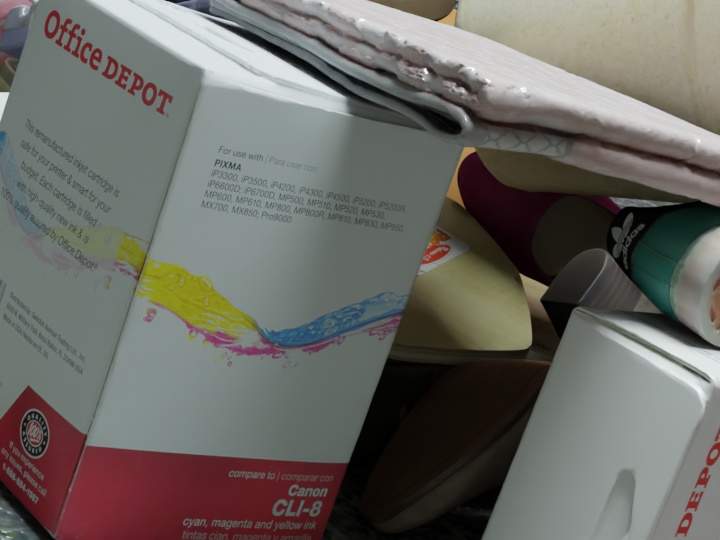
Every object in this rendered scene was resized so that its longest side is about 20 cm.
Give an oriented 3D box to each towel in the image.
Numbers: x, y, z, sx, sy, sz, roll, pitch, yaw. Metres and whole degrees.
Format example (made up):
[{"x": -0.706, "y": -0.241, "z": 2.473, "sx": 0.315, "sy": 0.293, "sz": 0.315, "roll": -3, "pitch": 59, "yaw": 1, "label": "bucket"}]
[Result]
[{"x": 0.055, "y": -0.079, "z": 0.847, "sx": 0.190, "sy": 0.032, "sz": 0.200, "roll": 10, "pitch": 15, "yaw": -41, "label": "towel"}]

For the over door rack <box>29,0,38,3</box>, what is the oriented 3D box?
[{"x": -0.237, "y": -0.111, "z": 1.127, "sx": 0.200, "sy": 0.148, "sz": 0.067, "roll": 41, "pitch": -20, "yaw": 22, "label": "over door rack"}]

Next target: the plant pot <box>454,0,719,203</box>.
[{"x": 0.156, "y": -0.111, "z": 1.008, "sx": 0.183, "sy": 0.202, "sz": 0.200, "roll": -3, "pitch": -1, "yaw": 33, "label": "plant pot"}]

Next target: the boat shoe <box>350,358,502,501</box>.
[{"x": 0.024, "y": 0.066, "z": 0.996, "sx": 0.199, "sy": 0.072, "sz": 0.068, "roll": 12, "pitch": 17, "yaw": -23, "label": "boat shoe"}]

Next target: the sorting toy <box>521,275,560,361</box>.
[{"x": 0.128, "y": 0.064, "z": 1.169, "sx": 0.199, "sy": 0.070, "sz": 0.199, "roll": 15, "pitch": 14, "yaw": -20, "label": "sorting toy"}]

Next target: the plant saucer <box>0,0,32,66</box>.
[{"x": -0.171, "y": -0.116, "z": 1.307, "sx": 0.199, "sy": 0.051, "sz": 0.201, "roll": 5, "pitch": -23, "yaw": 2, "label": "plant saucer"}]

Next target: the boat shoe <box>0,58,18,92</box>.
[{"x": -0.170, "y": -0.046, "z": 1.178, "sx": 0.072, "sy": 0.068, "sz": 0.200, "roll": 20, "pitch": 20, "yaw": -47, "label": "boat shoe"}]

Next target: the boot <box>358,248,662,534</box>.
[{"x": 0.106, "y": 0.093, "z": 0.960, "sx": 0.146, "sy": 0.200, "sz": 0.070, "roll": 53, "pitch": -16, "yaw": -29, "label": "boot"}]

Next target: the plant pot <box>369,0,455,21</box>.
[{"x": -0.046, "y": -0.150, "z": 1.129, "sx": 0.199, "sy": 0.093, "sz": 0.201, "roll": 9, "pitch": 21, "yaw": -3, "label": "plant pot"}]

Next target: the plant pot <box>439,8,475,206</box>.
[{"x": 0.000, "y": -0.069, "z": 1.285, "sx": 0.140, "sy": 0.201, "sz": 0.200, "roll": -15, "pitch": 34, "yaw": -41, "label": "plant pot"}]

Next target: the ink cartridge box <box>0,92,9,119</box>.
[{"x": -0.154, "y": -0.027, "z": 1.006, "sx": 0.068, "sy": 0.117, "sz": 0.200, "roll": 24, "pitch": 12, "yaw": 19, "label": "ink cartridge box"}]

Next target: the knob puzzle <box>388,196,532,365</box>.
[{"x": 0.000, "y": 0.000, "z": 1.017, "sx": 0.218, "sy": 0.031, "sz": 0.220, "roll": 17, "pitch": 28, "yaw": -9, "label": "knob puzzle"}]

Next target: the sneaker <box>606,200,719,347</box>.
[{"x": 0.197, "y": -0.005, "z": 0.897, "sx": 0.199, "sy": 0.072, "sz": 0.080, "roll": 7, "pitch": 21, "yaw": -41, "label": "sneaker"}]

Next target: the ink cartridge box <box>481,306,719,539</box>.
[{"x": 0.157, "y": 0.100, "z": 0.893, "sx": 0.199, "sy": 0.146, "sz": 0.084, "roll": 6, "pitch": 18, "yaw": -48, "label": "ink cartridge box"}]

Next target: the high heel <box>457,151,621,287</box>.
[{"x": 0.141, "y": 0.001, "z": 1.082, "sx": 0.200, "sy": 0.067, "sz": 0.096, "roll": 41, "pitch": -3, "yaw": -16, "label": "high heel"}]

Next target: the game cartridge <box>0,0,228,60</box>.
[{"x": -0.077, "y": -0.109, "z": 0.999, "sx": 0.129, "sy": 0.039, "sz": 0.199, "roll": 28, "pitch": -21, "yaw": -39, "label": "game cartridge"}]

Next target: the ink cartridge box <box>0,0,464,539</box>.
[{"x": -0.075, "y": -0.004, "z": 0.842, "sx": 0.144, "sy": 0.201, "sz": 0.145, "roll": 9, "pitch": 17, "yaw": -39, "label": "ink cartridge box"}]
